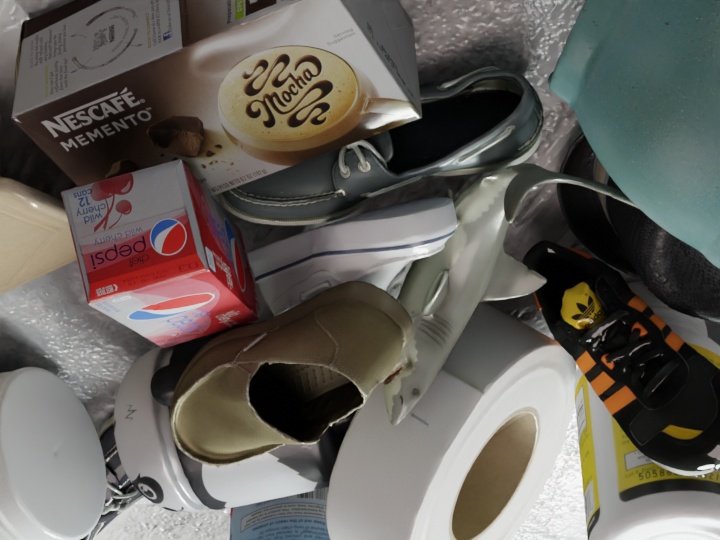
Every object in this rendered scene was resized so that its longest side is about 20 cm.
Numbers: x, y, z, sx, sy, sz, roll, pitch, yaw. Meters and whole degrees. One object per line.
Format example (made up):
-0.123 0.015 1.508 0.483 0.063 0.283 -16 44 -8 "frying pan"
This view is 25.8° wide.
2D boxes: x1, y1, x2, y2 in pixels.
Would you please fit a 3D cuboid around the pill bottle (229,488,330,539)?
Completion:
-0.049 0.251 1.210 0.108 0.201 0.109 -1 139 -1 "pill bottle"

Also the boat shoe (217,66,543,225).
0.009 -0.078 0.918 0.199 0.073 0.062 -12 165 1 "boat shoe"

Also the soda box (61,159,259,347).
-0.108 -0.004 0.896 0.070 0.064 0.200 -16 170 2 "soda box"

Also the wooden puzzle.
-0.255 -0.010 0.965 0.199 0.037 0.185 -19 168 11 "wooden puzzle"

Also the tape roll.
0.065 0.124 1.069 0.071 0.202 0.203 29 149 28 "tape roll"

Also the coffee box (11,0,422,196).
-0.080 -0.112 0.879 0.199 0.080 0.113 -18 140 19 "coffee box"

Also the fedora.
0.219 -0.027 0.977 0.199 0.092 0.201 0 139 0 "fedora"

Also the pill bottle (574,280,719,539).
0.200 0.107 1.048 0.111 0.201 0.112 1 139 1 "pill bottle"

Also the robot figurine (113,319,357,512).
-0.072 0.100 1.090 0.199 0.125 0.151 -13 113 12 "robot figurine"

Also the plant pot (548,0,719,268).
0.182 -0.118 0.820 0.134 0.201 0.201 29 137 7 "plant pot"

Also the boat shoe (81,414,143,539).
-0.188 0.169 1.215 0.072 0.063 0.200 27 131 -29 "boat shoe"

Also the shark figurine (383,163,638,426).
0.084 -0.010 0.949 0.089 0.129 0.215 19 132 -19 "shark figurine"

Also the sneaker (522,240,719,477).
0.159 0.050 0.967 0.070 0.200 0.090 -47 124 8 "sneaker"

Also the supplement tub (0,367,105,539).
-0.301 0.159 1.138 0.199 0.132 0.132 -21 136 21 "supplement tub"

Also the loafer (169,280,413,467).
-0.054 0.071 0.950 0.076 0.068 0.200 43 130 -14 "loafer"

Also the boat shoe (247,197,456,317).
0.000 0.000 0.965 0.073 0.066 0.200 -17 -179 -28 "boat shoe"
